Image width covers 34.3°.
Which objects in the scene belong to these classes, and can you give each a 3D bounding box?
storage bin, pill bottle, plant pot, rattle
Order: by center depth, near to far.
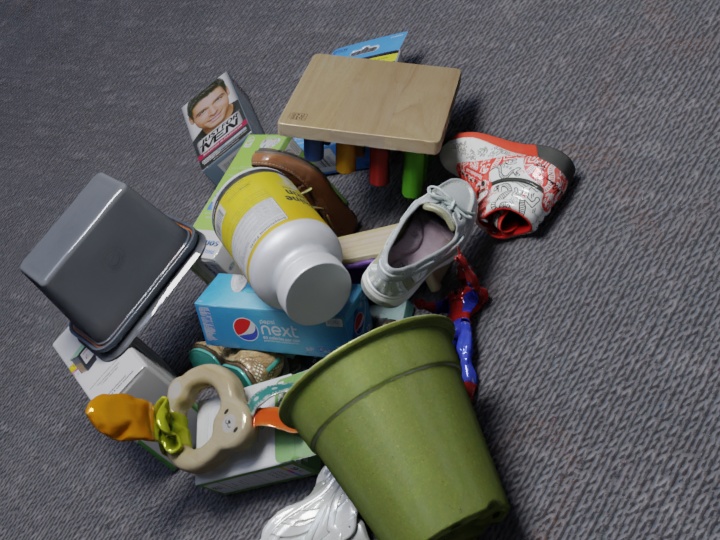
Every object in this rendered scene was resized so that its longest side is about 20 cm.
[{"bbox_3d":[0.047,0.178,1.131,0.199,0.200,0.191,-34,66,12],"label":"plant pot"},{"bbox_3d":[-0.178,0.149,1.288,0.199,0.143,0.131,-3,53,43],"label":"rattle"},{"bbox_3d":[-0.088,-0.026,1.323,0.112,0.112,0.200,-42,43,2],"label":"pill bottle"},{"bbox_3d":[-0.317,-0.019,1.439,0.200,0.134,0.145,-51,39,-12],"label":"storage bin"}]

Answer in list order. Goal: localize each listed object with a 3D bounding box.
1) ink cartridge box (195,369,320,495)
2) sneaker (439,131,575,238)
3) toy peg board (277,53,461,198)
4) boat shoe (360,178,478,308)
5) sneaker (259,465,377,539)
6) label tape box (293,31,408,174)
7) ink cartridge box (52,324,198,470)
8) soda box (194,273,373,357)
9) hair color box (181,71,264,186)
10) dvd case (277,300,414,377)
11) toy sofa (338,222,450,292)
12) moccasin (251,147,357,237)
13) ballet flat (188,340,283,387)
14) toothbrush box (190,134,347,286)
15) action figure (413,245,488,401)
[{"bbox_3d":[-0.098,0.185,1.337,0.199,0.059,0.105,-19,58,31],"label":"ink cartridge box"},{"bbox_3d":[0.150,-0.101,1.392,0.200,0.067,0.108,14,63,44],"label":"sneaker"},{"bbox_3d":[0.015,-0.179,1.474,0.197,0.099,0.201,7,35,9],"label":"toy peg board"},{"bbox_3d":[0.074,-0.040,1.285,0.202,0.074,0.065,-44,-11,-36],"label":"boat shoe"},{"bbox_3d":[-0.032,0.275,1.207,0.200,0.078,0.099,-51,43,-8],"label":"sneaker"},{"bbox_3d":[-0.003,-0.235,1.651,0.142,0.066,0.201,-6,50,37],"label":"label tape box"},{"bbox_3d":[-0.292,0.145,1.492,0.084,0.145,0.200,-47,39,-5],"label":"ink cartridge box"},{"bbox_3d":[-0.091,0.053,1.376,0.198,0.065,0.068,5,35,23],"label":"soda box"},{"bbox_3d":[-0.211,-0.218,1.818,0.099,0.061,0.201,-37,38,9],"label":"hair color box"},{"bbox_3d":[-0.035,0.112,1.398,0.199,0.022,0.147,-12,48,36],"label":"dvd case"},{"bbox_3d":[0.000,0.000,1.401,0.199,0.083,0.098,-12,28,33],"label":"toy sofa"},{"bbox_3d":[-0.076,-0.085,1.468,0.073,0.202,0.078,13,69,31],"label":"moccasin"},{"bbox_3d":[-0.151,0.114,1.458,0.065,0.071,0.199,-35,22,-23],"label":"ballet flat"},{"bbox_3d":[-0.126,-0.057,1.530,0.086,0.146,0.201,5,59,44],"label":"toothbrush box"},{"bbox_3d":[0.095,0.058,1.277,0.065,0.099,0.201,-15,44,30],"label":"action figure"}]
